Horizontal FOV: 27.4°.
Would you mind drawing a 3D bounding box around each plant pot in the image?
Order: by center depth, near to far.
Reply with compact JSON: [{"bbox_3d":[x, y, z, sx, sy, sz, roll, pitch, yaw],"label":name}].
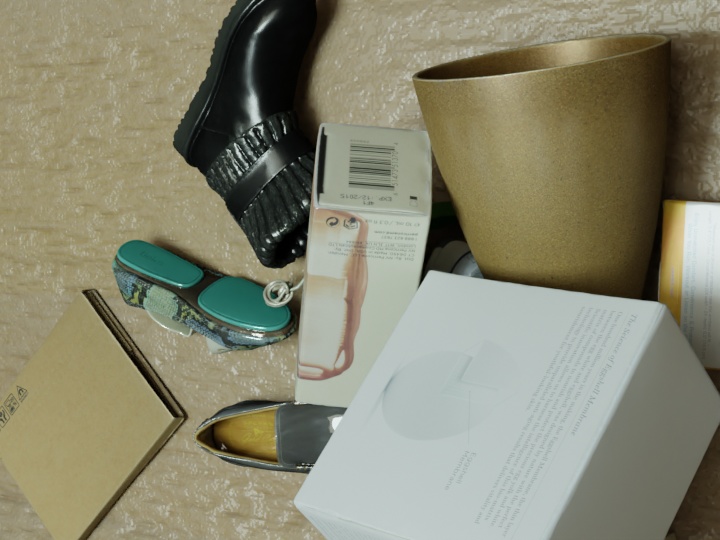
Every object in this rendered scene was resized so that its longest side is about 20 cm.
[{"bbox_3d":[0.141,-0.056,1.066,0.184,0.186,0.203,-1,104,32],"label":"plant pot"}]

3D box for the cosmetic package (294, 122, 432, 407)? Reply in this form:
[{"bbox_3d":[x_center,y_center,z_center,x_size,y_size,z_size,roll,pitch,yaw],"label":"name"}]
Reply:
[{"bbox_3d":[0.000,0.000,1.112,0.086,0.104,0.202,4,131,-3],"label":"cosmetic package"}]

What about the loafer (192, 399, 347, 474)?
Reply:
[{"bbox_3d":[-0.050,0.142,1.242,0.198,0.072,0.074,-9,86,31],"label":"loafer"}]

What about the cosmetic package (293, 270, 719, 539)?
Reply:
[{"bbox_3d":[0.101,0.122,0.972,0.199,0.123,0.200,8,57,45],"label":"cosmetic package"}]

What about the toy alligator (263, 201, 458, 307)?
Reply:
[{"bbox_3d":[-0.009,-0.020,1.202,0.198,0.054,0.060,-24,60,21],"label":"toy alligator"}]

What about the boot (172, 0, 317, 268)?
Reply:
[{"bbox_3d":[-0.061,-0.124,1.231,0.158,0.079,0.212,49,126,28],"label":"boot"}]

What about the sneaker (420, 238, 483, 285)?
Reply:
[{"bbox_3d":[0.068,0.072,1.178,0.071,0.072,0.202,40,118,55],"label":"sneaker"}]

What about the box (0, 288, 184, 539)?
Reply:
[{"bbox_3d":[-0.270,0.146,1.410,0.164,0.021,0.200,50,115,20],"label":"box"}]

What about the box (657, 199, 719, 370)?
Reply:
[{"bbox_3d":[0.308,0.014,1.032,0.198,0.041,0.121,5,95,30],"label":"box"}]

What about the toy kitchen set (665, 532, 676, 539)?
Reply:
[{"bbox_3d":[0.113,0.216,1.079,0.198,0.180,0.165,-16,83,27],"label":"toy kitchen set"}]

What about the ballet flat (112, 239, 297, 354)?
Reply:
[{"bbox_3d":[-0.136,0.035,1.305,0.199,0.074,0.075,26,105,30],"label":"ballet flat"}]
